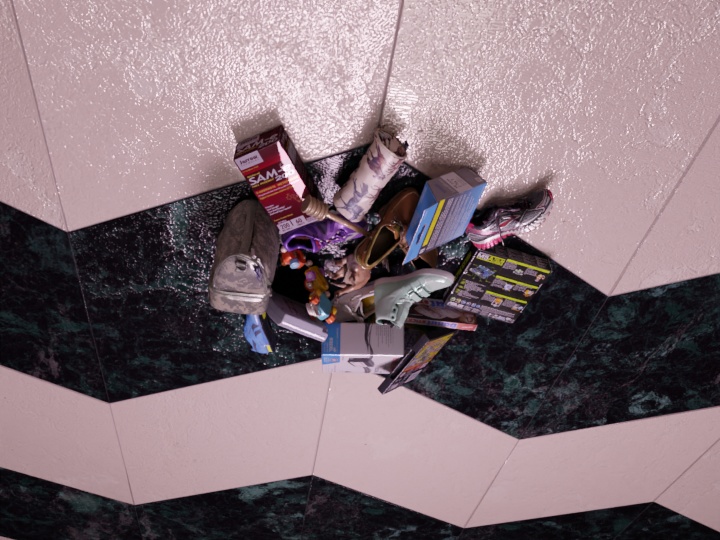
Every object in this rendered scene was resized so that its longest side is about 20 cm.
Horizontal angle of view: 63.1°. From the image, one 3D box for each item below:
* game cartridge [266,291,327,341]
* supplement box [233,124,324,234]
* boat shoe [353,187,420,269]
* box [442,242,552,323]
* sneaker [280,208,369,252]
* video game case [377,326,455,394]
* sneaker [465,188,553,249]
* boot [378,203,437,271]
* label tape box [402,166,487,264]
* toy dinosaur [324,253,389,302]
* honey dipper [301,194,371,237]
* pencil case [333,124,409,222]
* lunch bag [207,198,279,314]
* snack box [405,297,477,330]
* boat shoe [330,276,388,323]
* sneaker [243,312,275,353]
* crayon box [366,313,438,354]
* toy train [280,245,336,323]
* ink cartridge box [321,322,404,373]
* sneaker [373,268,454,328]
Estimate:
[{"bbox_3d":[-0.158,0.104,1.376,0.131,0.200,0.042,29,93,-21],"label":"game cartridge"},{"bbox_3d":[-0.161,-0.180,1.194,0.107,0.062,0.202,-18,130,15],"label":"supplement box"},{"bbox_3d":[0.067,-0.083,1.213,0.071,0.068,0.202,36,86,-17],"label":"boat shoe"},{"bbox_3d":[0.321,0.030,1.401,0.195,0.048,0.195,14,129,-12],"label":"box"},{"bbox_3d":[-0.077,-0.074,1.277,0.195,0.085,0.082,-10,134,5],"label":"sneaker"},{"bbox_3d":[0.140,0.215,1.434,0.182,0.026,0.199,-52,160,18],"label":"video game case"},{"bbox_3d":[0.313,-0.115,1.243,0.197,0.082,0.075,-29,125,25],"label":"sneaker"},{"bbox_3d":[0.111,-0.067,1.291,0.073,0.076,0.200,-28,126,27],"label":"boot"},{"bbox_3d":[0.151,-0.113,1.178,0.198,0.063,0.146,-24,147,-38],"label":"label tape box"},{"bbox_3d":[0.000,0.000,1.355,0.133,0.087,0.201,-20,161,-31],"label":"toy dinosaur"},{"bbox_3d":[-0.034,-0.099,1.220,0.197,0.039,0.038,25,129,-32],"label":"honey dipper"},{"bbox_3d":[0.016,-0.187,1.171,0.077,0.090,0.201,28,130,-13],"label":"pencil case"},{"bbox_3d":[-0.243,-0.030,1.238,0.136,0.203,0.170,8,134,-9],"label":"lunch bag"},{"bbox_3d":[0.188,0.104,1.451,0.195,0.073,0.025,7,134,-7],"label":"snack box"},{"bbox_3d":[-0.001,0.092,1.422,0.198,0.087,0.075,-23,119,19],"label":"boat shoe"},{"bbox_3d":[-0.272,0.139,1.487,0.076,0.067,0.203,-2,133,7],"label":"sneaker"},{"bbox_3d":[0.089,0.158,1.516,0.195,0.052,0.127,10,132,-9],"label":"crayon box"},{"bbox_3d":[-0.126,0.035,1.323,0.055,0.203,0.149,-33,150,21],"label":"toy train"},{"bbox_3d":[0.004,0.190,1.425,0.194,0.086,0.146,1,153,-2],"label":"ink cartridge box"},{"bbox_3d":[0.119,0.069,1.301,0.197,0.121,0.073,-13,151,31],"label":"sneaker"}]
